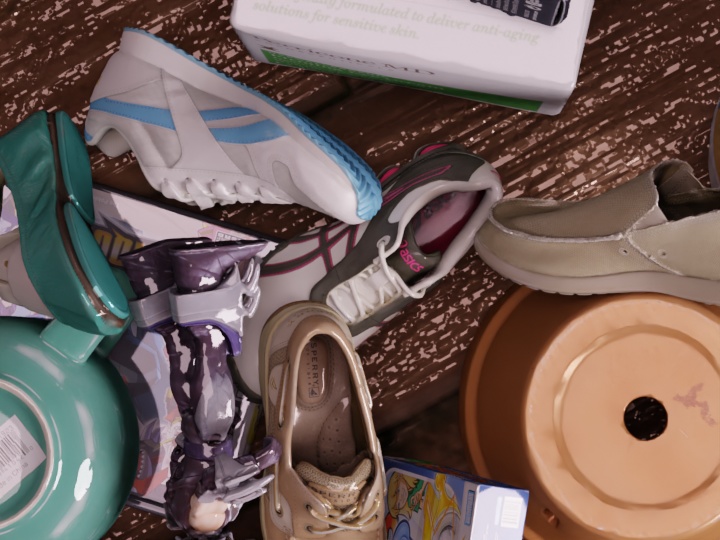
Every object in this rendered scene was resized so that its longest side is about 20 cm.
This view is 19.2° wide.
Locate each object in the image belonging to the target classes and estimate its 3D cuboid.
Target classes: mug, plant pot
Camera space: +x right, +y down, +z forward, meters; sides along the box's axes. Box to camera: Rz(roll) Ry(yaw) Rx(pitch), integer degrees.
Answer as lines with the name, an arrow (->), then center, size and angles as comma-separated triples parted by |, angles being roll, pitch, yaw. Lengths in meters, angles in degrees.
mug -> -0.207, 0.087, 1.217 | 0.151, 0.114, 0.186 | 3, 88, 3
plant pot -> 0.156, 0.081, 1.220 | 0.199, 0.140, 0.201 | 0, 88, 3

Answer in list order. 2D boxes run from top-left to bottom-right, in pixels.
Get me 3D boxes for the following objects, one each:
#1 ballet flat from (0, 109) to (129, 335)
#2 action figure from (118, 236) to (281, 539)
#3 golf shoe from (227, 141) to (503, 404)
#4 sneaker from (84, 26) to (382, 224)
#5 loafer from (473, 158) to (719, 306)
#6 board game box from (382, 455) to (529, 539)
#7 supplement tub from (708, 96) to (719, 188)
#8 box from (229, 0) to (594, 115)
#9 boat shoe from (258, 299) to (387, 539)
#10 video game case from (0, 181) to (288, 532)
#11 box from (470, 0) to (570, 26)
ballet flat -> -0.179, -0.016, 1.201 | 0.070, 0.200, 0.067 | -29, 129, 5
action figure -> -0.085, 0.083, 1.191 | 0.069, 0.130, 0.201 | -8, 98, -24
golf shoe -> 0.000, 0.000, 1.238 | 0.200, 0.088, 0.077 | -44, 104, -5
sneaker -> -0.074, -0.068, 1.249 | 0.200, 0.076, 0.081 | 29, 92, 27
loafer -> 0.155, -0.026, 1.155 | 0.199, 0.076, 0.069 | 5, 111, 28
board game box -> 0.037, 0.214, 1.222 | 0.034, 0.135, 0.201 | 10, 88, -23
supplement tub -> 0.276, -0.077, 1.182 | 0.144, 0.200, 0.145 | 1, 82, -5
box -> 0.043, -0.206, 1.214 | 0.198, 0.171, 0.201 | 11, 89, 2
boat shoe -> -0.021, 0.120, 1.197 | 0.071, 0.065, 0.201 | -12, 103, -11
video game case -> -0.151, 0.044, 1.286 | 0.199, 0.026, 0.181 | 17, 89, 2
box -> 0.032, -0.228, 1.077 | 0.199, 0.104, 0.149 | 18, 90, 2
